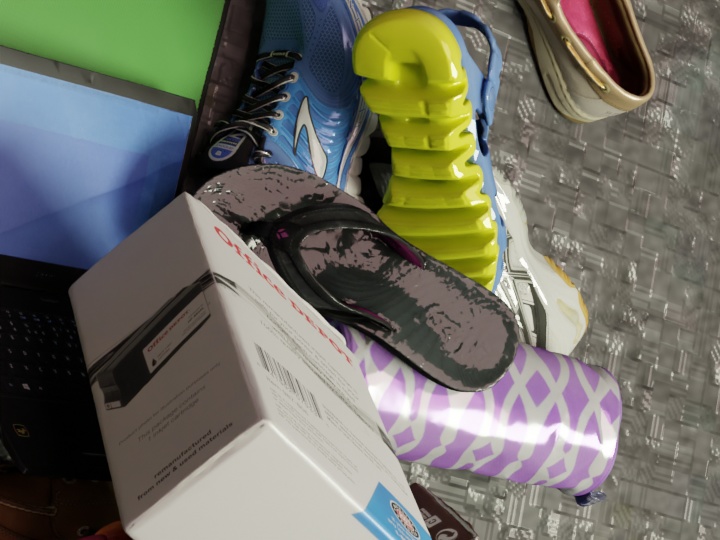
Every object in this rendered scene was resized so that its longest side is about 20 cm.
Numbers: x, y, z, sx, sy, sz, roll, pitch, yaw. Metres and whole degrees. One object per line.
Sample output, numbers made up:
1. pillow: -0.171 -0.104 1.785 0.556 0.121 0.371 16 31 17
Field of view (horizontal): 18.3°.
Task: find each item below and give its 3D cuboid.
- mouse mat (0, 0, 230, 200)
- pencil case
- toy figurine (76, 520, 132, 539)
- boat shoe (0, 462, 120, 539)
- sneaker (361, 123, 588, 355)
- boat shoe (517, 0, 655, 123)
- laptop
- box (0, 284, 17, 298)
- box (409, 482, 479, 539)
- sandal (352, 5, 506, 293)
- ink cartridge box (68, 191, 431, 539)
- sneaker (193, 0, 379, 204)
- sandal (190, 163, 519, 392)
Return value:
1. mouse mat: -0.151 -0.109 1.213 0.161 0.008 0.200 22 76 -35
2. pencil case: 0.054 0.075 1.282 0.200 0.085 0.084 16 74 -25
3. toy figurine: -0.157 0.208 1.055 0.184 0.150 0.200 -19 114 -4
4. boat shoe: -0.158 0.120 1.140 0.068 0.072 0.200 -54 139 2
5. sneaker: 0.059 -0.001 1.325 0.200 0.076 0.088 49 62 -24
6. boat shoe: 0.130 -0.188 1.388 0.074 0.069 0.200 -38 111 -32
7. laptop: -0.124 0.002 1.135 0.177 0.103 0.200 11 38 -52
8. box: -0.275 0.051 1.097 0.143 0.036 0.200 44 65 -30
9. box: -0.024 0.210 1.193 0.200 0.075 0.100 -28 122 -17
10. sandal: 0.050 -0.064 1.244 0.087 0.079 0.200 -50 144 -51
11. ink cartridge box: -0.050 0.077 1.044 0.084 0.200 0.145 -38 123 9
12. sneaker: -0.042 -0.078 1.250 0.089 0.078 0.200 3 87 -39
13. sandal: 0.001 -0.001 1.194 0.200 0.048 0.075 26 78 -14
